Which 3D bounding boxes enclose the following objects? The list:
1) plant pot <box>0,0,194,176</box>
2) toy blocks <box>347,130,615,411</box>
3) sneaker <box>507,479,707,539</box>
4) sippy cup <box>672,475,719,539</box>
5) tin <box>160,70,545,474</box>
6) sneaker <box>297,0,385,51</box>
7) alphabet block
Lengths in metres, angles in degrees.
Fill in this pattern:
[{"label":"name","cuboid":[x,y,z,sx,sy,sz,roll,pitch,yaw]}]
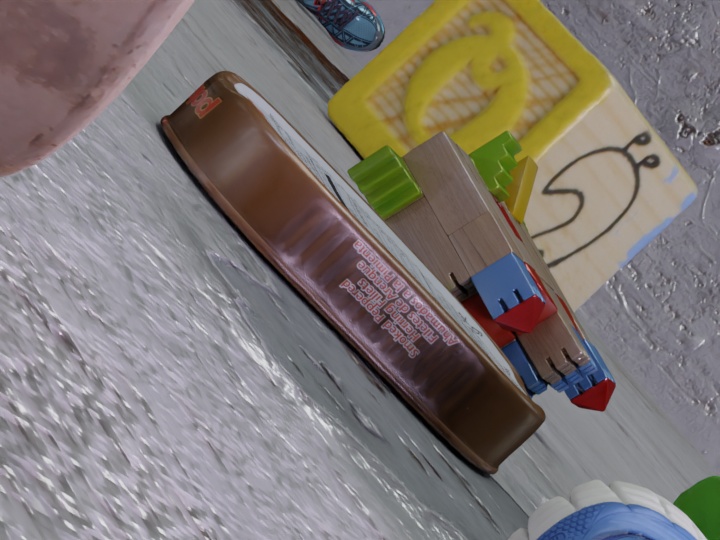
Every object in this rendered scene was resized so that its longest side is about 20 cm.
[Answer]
[{"label":"plant pot","cuboid":[-0.103,-0.140,0.401,0.174,0.201,0.200,25,15,-24]},{"label":"toy blocks","cuboid":[0.074,0.013,1.144,0.137,0.100,0.200,61,9,20]},{"label":"sneaker","cuboid":[0.120,0.147,0.610,0.200,0.079,0.089,37,16,-20]},{"label":"sippy cup","cuboid":[0.180,0.118,0.713,0.140,0.130,0.178,50,30,19]},{"label":"tin","cuboid":[0.000,0.000,0.861,0.200,0.042,0.112,46,1,-20]},{"label":"sneaker","cuboid":[-0.052,-0.403,3.272,0.200,0.079,0.095,40,14,9]},{"label":"alphabet block","cuboid":[0.126,-0.100,1.763,0.196,0.195,0.200,49,6,38]}]
